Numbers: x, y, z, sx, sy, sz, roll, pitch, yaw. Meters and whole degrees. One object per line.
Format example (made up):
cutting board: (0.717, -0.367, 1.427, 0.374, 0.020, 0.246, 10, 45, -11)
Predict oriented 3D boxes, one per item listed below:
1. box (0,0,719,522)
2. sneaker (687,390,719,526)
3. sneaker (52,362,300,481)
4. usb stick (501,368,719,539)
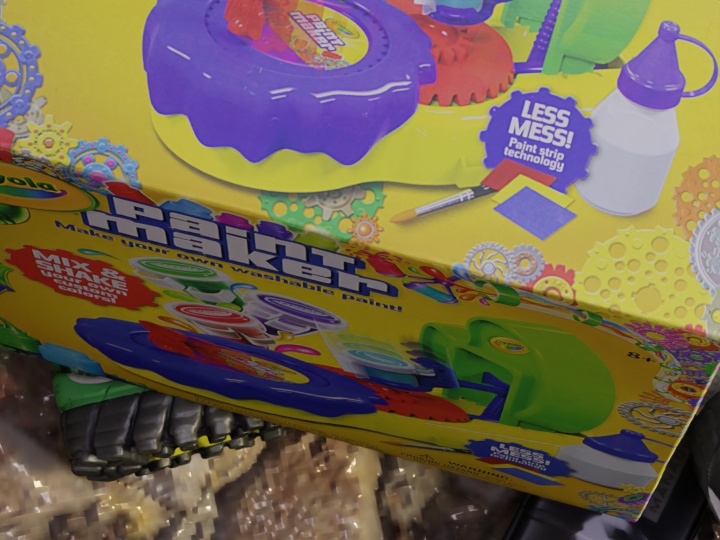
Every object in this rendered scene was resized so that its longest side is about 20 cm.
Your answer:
box: (0.000, -0.036, 0.671, 0.199, 0.193, 0.122, 15, 73, 5)
sneaker: (0.193, 0.063, 0.801, 0.199, 0.080, 0.074, 13, 50, -24)
sneaker: (0.000, 0.000, 0.792, 0.199, 0.078, 0.085, -13, 81, -15)
usb stick: (0.092, 0.052, 0.826, 0.055, 0.033, 0.200, 28, 74, 0)
